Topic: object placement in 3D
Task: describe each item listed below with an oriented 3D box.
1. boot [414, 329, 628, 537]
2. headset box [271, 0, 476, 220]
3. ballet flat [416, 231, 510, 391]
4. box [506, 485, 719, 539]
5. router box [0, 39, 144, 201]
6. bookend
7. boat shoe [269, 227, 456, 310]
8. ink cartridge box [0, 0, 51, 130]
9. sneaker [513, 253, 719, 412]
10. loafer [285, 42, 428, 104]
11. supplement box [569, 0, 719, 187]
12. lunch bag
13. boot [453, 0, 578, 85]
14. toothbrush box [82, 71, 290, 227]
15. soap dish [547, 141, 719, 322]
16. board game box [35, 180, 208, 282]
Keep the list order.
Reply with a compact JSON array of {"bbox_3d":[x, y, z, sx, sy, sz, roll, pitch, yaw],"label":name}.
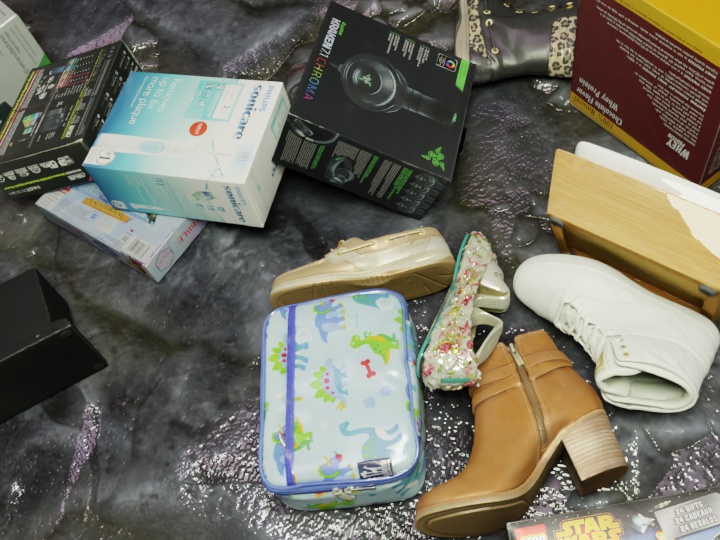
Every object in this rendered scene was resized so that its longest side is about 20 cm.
[{"bbox_3d":[0.121,0.144,0.682,0.198,0.074,0.155,-15,52,-10],"label":"boot"},{"bbox_3d":[0.024,-0.176,0.846,0.199,0.093,0.175,22,61,-9],"label":"headset box"},{"bbox_3d":[0.111,0.041,0.733,0.063,0.076,0.201,9,48,20],"label":"ballet flat"},{"bbox_3d":[0.230,0.260,0.605,0.198,0.040,0.138,-11,58,5],"label":"box"},{"bbox_3d":[-0.372,-0.192,0.952,0.149,0.062,0.201,-10,50,17],"label":"router box"},{"bbox_3d":[-0.416,0.058,0.832,0.198,0.092,0.201,-28,56,-8],"label":"bookend"},{"bbox_3d":[0.000,0.000,0.798,0.198,0.074,0.070,-10,52,-3],"label":"boat shoe"},{"bbox_3d":[-0.523,-0.249,1.011,0.083,0.147,0.200,38,74,28],"label":"ink cartridge box"},{"bbox_3d":[0.221,0.056,0.691,0.199,0.074,0.116,22,38,22],"label":"sneaker"},{"bbox_3d":[-0.002,-0.264,0.959,0.198,0.072,0.063,-13,53,7],"label":"loafer"},{"bbox_3d":[0.341,-0.228,0.785,0.132,0.200,0.197,-35,58,-10],"label":"supplement box"},{"bbox_3d":[-0.020,0.122,0.719,0.159,0.083,0.201,-7,57,10],"label":"lunch bag"},{"bbox_3d":[0.198,-0.319,0.946,0.149,0.073,0.202,3,63,15],"label":"boot"},{"bbox_3d":[-0.190,-0.142,0.863,0.198,0.086,0.147,9,61,14],"label":"toothbrush box"},{"bbox_3d":[0.275,-0.031,0.713,0.199,0.157,0.082,29,85,26],"label":"soap dish"},{"bbox_3d":[-0.265,-0.109,0.933,0.199,0.041,0.200,26,67,24],"label":"board game box"}]
